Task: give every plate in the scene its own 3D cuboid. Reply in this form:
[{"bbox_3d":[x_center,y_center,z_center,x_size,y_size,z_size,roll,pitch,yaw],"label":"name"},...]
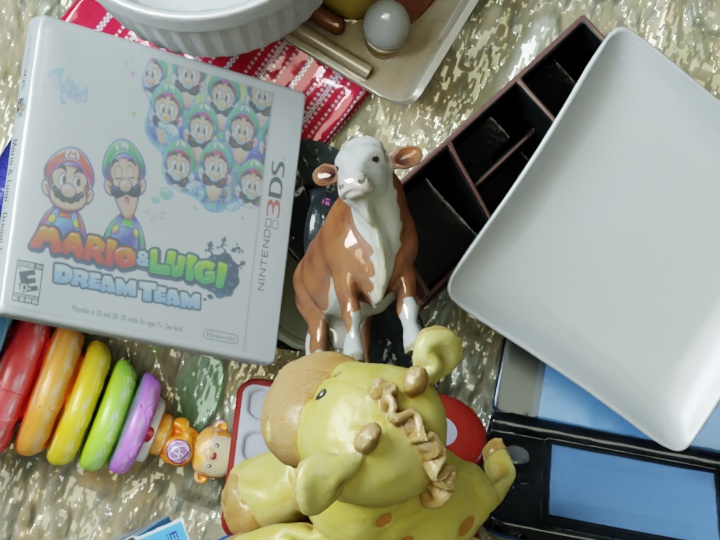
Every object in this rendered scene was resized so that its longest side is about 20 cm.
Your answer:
[{"bbox_3d":[0.180,-0.018,1.157,0.199,0.032,0.201,33,91,-15],"label":"plate"}]

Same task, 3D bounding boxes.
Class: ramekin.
[{"bbox_3d":[-0.095,-0.231,1.149,0.198,0.105,0.203,-1,76,3],"label":"ramekin"}]

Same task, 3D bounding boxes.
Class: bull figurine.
[{"bbox_3d":[0.000,0.003,1.102,0.064,0.200,0.123,-2,72,-10],"label":"bull figurine"}]

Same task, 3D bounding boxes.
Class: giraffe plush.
[{"bbox_3d":[0.000,0.114,1.031,0.198,0.163,0.174,1,53,16],"label":"giraffe plush"}]

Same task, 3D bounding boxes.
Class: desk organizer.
[{"bbox_3d":[0.091,-0.071,1.190,0.200,0.077,0.072,-43,88,-16],"label":"desk organizer"}]

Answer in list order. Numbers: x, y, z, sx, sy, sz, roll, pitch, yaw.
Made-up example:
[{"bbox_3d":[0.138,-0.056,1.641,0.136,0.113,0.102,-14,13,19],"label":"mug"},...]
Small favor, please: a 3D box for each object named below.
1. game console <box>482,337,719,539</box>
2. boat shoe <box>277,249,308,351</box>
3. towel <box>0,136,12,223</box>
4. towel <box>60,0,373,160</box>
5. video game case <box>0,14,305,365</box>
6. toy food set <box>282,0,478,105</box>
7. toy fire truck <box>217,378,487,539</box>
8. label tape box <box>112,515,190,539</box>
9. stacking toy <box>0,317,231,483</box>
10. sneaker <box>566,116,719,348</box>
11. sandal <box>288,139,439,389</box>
[{"bbox_3d":[0.186,0.097,1.196,0.198,0.171,0.120,9,117,3],"label":"game console"},{"bbox_3d":[-0.109,-0.008,1.229,0.199,0.075,0.066,38,133,-21],"label":"boat shoe"},{"bbox_3d":[-0.236,-0.019,1.177,0.049,0.148,0.201,32,72,-12],"label":"towel"},{"bbox_3d":[-0.103,-0.146,1.255,0.200,0.022,0.145,41,92,2],"label":"towel"},{"bbox_3d":[-0.129,-0.046,1.149,0.198,0.024,0.184,13,79,-34],"label":"video game case"},{"bbox_3d":[-0.012,-0.219,1.218,0.199,0.060,0.144,31,79,2],"label":"toy food set"},{"bbox_3d":[-0.011,0.164,1.163,0.166,0.113,0.201,8,48,-3],"label":"toy fire truck"},{"bbox_3d":[-0.133,0.242,1.181,0.199,0.066,0.144,-28,87,38],"label":"label tape box"},{"bbox_3d":[-0.173,0.096,1.226,0.198,0.110,0.117,22,88,-8],"label":"stacking toy"},{"bbox_3d":[0.174,-0.027,1.212,0.076,0.080,0.201,37,89,-16],"label":"sneaker"},{"bbox_3d":[0.001,0.000,1.228,0.075,0.048,0.202,-27,92,-14],"label":"sandal"}]
